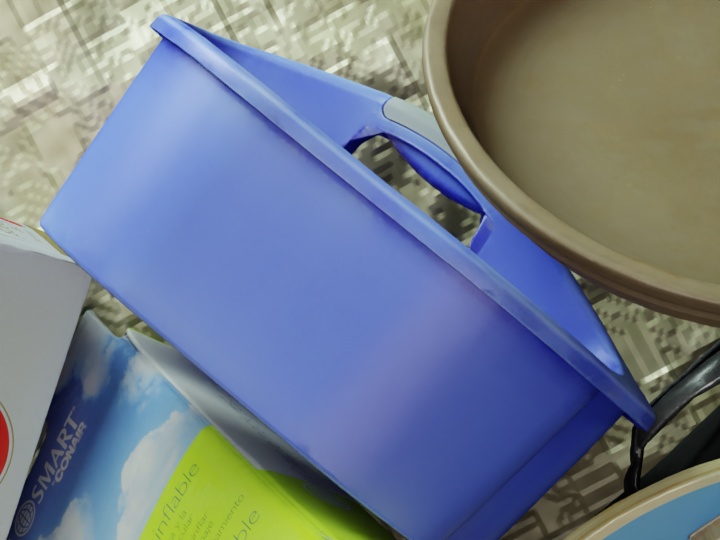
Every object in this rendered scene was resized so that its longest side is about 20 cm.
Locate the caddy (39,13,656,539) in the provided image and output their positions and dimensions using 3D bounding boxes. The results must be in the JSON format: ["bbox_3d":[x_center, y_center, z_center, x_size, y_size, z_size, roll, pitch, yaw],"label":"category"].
[{"bbox_3d":[0.000,0.000,0.911,0.200,0.141,0.105,39,89,15],"label":"caddy"}]

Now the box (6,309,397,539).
[{"bbox_3d":[-0.060,0.103,0.924,0.048,0.200,0.122,24,98,-31],"label":"box"}]

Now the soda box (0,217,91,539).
[{"bbox_3d":[-0.153,0.078,0.967,0.064,0.068,0.200,16,95,-22],"label":"soda box"}]

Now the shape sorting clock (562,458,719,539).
[{"bbox_3d":[0.123,0.139,0.912,0.199,0.039,0.200,-8,120,-14],"label":"shape sorting clock"}]

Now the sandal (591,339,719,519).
[{"bbox_3d":[0.134,0.028,0.938,0.200,0.076,0.043,-44,97,-4],"label":"sandal"}]

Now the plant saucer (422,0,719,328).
[{"bbox_3d":[0.116,-0.049,0.901,0.200,0.200,0.030,14,133,7],"label":"plant saucer"}]
